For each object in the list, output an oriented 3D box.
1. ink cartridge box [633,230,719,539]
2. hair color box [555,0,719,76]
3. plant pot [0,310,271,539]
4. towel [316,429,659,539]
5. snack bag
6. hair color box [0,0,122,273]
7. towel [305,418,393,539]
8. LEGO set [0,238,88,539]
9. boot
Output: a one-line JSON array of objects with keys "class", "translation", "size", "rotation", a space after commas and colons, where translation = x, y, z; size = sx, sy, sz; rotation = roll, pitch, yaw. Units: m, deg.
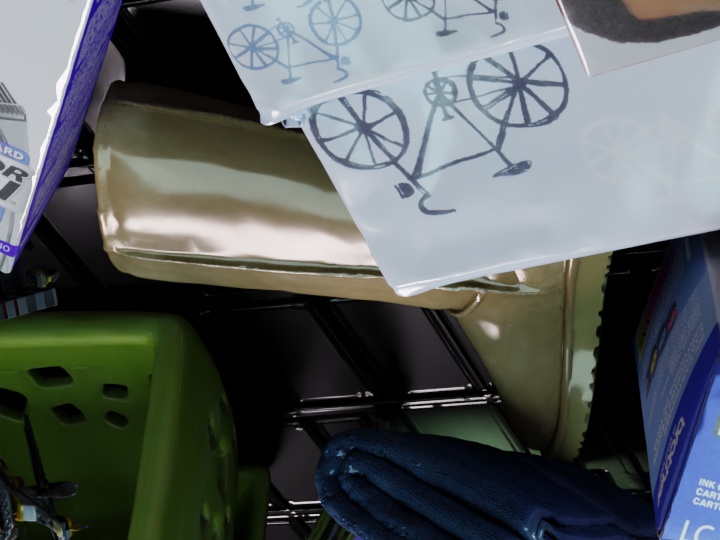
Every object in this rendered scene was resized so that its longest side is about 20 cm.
[{"class": "ink cartridge box", "translation": [0.173, 0.050, 0.718], "size": [0.136, 0.200, 0.077], "rotation": [15, 109, 0]}, {"class": "hair color box", "translation": [0.140, -0.130, 0.554], "size": [0.199, 0.062, 0.102], "rotation": [-15, 141, 16]}, {"class": "plant pot", "translation": [-0.151, 0.149, 0.981], "size": [0.198, 0.201, 0.182], "rotation": [-2, 151, 19]}, {"class": "towel", "translation": [0.073, 0.110, 0.896], "size": [0.111, 0.049, 0.200], "rotation": [29, -173, 35]}, {"class": "snack bag", "translation": [0.044, -0.075, 0.687], "size": [0.188, 0.021, 0.201], "rotation": [-11, 124, 28]}, {"class": "hair color box", "translation": [-0.144, -0.091, 0.714], "size": [0.109, 0.065, 0.200], "rotation": [26, 144, -3]}, {"class": "towel", "translation": [-0.022, 0.172, 1.019], "size": [0.023, 0.144, 0.200], "rotation": [23, 149, 9]}, {"class": "LEGO set", "translation": [-0.189, 0.035, 0.862], "size": [0.115, 0.201, 0.153], "rotation": [-17, -176, -39]}, {"class": "boot", "translation": [0.000, 0.000, 0.830], "size": [0.199, 0.066, 0.176], "rotation": [6, 135, 6]}]
